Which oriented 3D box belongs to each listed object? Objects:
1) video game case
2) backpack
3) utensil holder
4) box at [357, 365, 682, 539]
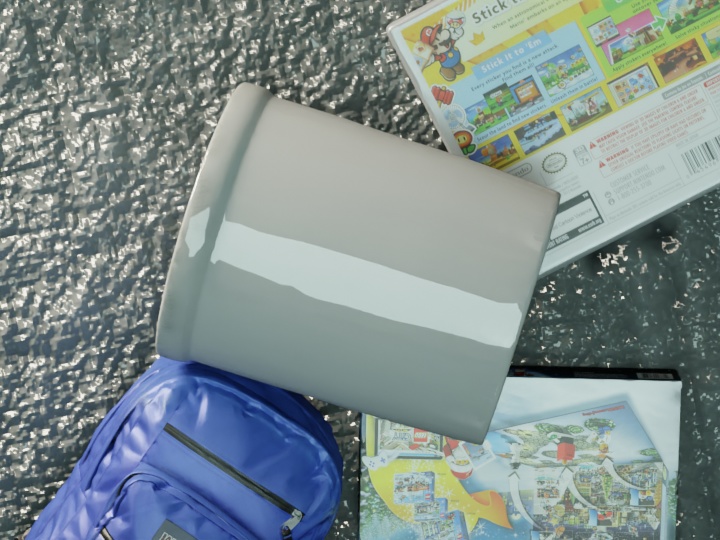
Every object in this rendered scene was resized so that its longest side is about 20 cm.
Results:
[{"bbox_3d":[0.144,-0.114,1.476,0.200,0.023,0.182,-27,98,7],"label":"video game case"},{"bbox_3d":[-0.099,0.157,1.461,0.162,0.168,0.200,34,96,-11],"label":"backpack"},{"bbox_3d":[0.000,0.000,1.419,0.199,0.170,0.170,18,100,2],"label":"utensil holder"},{"bbox_3d":[0.098,0.129,1.511,0.199,0.038,0.137,2,100,2],"label":"box"}]
